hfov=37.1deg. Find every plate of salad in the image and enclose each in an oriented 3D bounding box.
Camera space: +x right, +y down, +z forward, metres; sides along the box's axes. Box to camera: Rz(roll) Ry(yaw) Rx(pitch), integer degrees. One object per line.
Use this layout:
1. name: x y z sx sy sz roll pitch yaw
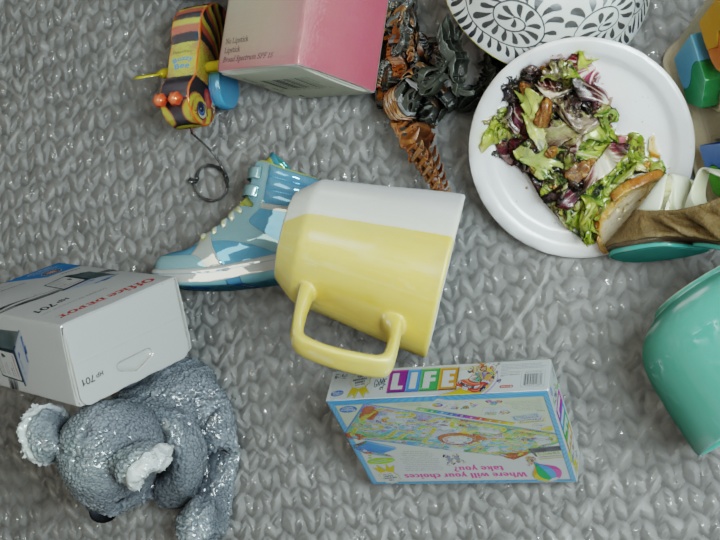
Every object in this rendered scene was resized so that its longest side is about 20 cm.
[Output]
1. plate of salad: 0.193 -0.103 0.946 0.198 0.048 0.202 5 112 13

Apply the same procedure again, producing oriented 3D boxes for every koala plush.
1. koala plush: -0.224 0.171 1.036 0.176 0.200 0.186 15 89 23

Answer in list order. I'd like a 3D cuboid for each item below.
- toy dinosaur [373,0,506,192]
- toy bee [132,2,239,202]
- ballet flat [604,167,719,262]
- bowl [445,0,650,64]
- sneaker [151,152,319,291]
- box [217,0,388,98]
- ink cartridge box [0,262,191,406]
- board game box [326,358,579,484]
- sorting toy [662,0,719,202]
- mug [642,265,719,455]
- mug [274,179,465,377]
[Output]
1. toy dinosaur: 0.068 -0.172 1.028 0.135 0.102 0.202 -22 89 39
2. toy bee: -0.168 -0.189 1.104 0.130 0.109 0.202 -25 75 16
3. ballet flat: 0.271 -0.046 0.873 0.067 0.200 0.073 6 86 -19
4. bowl: 0.175 -0.284 0.940 0.198 0.094 0.203 1 77 -6
5. sneaker: -0.120 -0.049 1.087 0.198 0.080 0.132 -7 84 11
6. box: -0.049 -0.279 1.045 0.127 0.108 0.202 5 86 46
7. ink cartridge box: -0.291 0.058 1.070 0.199 0.146 0.087 4 110 39
8. board game box: 0.084 0.139 0.955 0.198 0.135 0.034 -5 45 21
9. sorting toy: 0.302 -0.135 0.867 0.036 0.200 0.187 -11 79 -7
10. mug: 0.315 0.059 0.872 0.152 0.184 0.115 -46 66 37
11. mug: 0.003 -0.009 0.953 0.152 0.187 0.151 15 105 5
